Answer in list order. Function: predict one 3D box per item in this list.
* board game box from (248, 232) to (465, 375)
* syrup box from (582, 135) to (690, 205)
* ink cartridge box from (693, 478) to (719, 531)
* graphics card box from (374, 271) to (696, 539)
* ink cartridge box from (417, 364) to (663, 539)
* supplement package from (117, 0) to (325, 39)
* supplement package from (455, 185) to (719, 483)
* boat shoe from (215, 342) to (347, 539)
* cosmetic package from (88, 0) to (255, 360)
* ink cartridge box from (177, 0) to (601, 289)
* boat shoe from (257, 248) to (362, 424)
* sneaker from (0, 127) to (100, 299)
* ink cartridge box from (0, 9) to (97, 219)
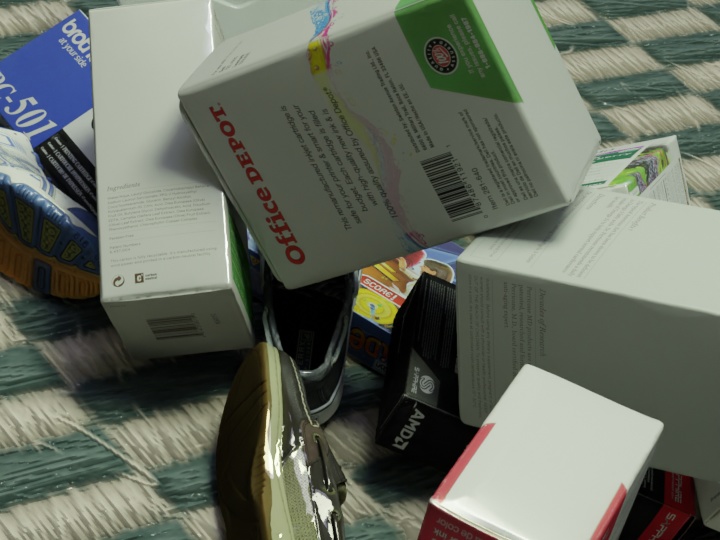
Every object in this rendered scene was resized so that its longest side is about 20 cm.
[{"bbox_3d":[0.000,0.000,1.477,0.200,0.034,0.135,31,35,17],"label":"board game box"},{"bbox_3d":[0.168,-0.033,1.455,0.079,0.082,0.200,-9,10,19],"label":"syrup box"},{"bbox_3d":[0.281,0.085,1.384,0.146,0.083,0.200,24,40,-26],"label":"ink cartridge box"},{"bbox_3d":[0.112,0.090,1.354,0.200,0.051,0.126,24,38,-11],"label":"graphics card box"},{"bbox_3d":[0.072,0.172,1.111,0.086,0.200,0.148,25,33,11],"label":"ink cartridge box"},{"bbox_3d":[-0.064,-0.212,1.554,0.200,0.156,0.111,-21,20,10],"label":"supplement package"},{"bbox_3d":[0.169,0.035,1.254,0.200,0.117,0.117,12,32,25],"label":"supplement package"},{"bbox_3d":[-0.041,0.129,1.244,0.065,0.073,0.200,16,44,-22],"label":"boat shoe"},{"bbox_3d":[-0.119,-0.057,1.348,0.085,0.108,0.200,-6,68,4],"label":"cosmetic package"},{"bbox_3d":[0.017,-0.090,1.268,0.200,0.145,0.084,-17,23,29],"label":"ink cartridge box"},{"bbox_3d":[-0.034,0.001,1.380,0.072,0.068,0.200,7,52,-1],"label":"boat shoe"},{"bbox_3d":[-0.227,-0.056,1.409,0.200,0.075,0.088,31,38,17],"label":"sneaker"},{"bbox_3d":[-0.176,-0.089,1.475,0.094,0.044,0.200,-35,53,-10],"label":"ink cartridge box"}]
